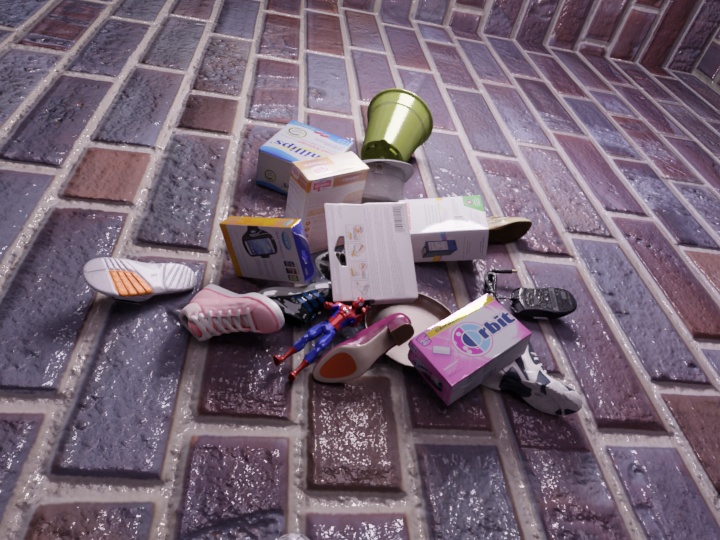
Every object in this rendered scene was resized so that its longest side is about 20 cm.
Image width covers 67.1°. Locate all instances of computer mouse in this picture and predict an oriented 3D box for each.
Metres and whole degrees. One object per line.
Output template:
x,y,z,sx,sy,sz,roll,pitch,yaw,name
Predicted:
0.370,0.055,1.213,0.197,0.046,0.141,-1,46,-1,computer mouse

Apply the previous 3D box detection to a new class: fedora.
0.038,-0.195,1.329,0.198,0.177,0.091,3,71,-25,fedora

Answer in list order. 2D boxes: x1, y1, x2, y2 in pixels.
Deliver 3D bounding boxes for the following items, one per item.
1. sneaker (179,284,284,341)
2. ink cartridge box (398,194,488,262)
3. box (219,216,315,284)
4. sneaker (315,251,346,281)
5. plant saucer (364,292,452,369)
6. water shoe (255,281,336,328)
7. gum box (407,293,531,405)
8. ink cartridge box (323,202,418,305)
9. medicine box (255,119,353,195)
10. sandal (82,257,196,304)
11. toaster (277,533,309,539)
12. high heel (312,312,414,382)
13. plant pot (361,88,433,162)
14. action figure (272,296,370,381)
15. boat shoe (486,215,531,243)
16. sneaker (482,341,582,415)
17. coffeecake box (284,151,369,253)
-0.231,0.088,0.943,0.198,0.076,0.105,12,38,31,sneaker
0.185,-0.098,1.257,0.197,0.088,0.146,-2,40,3,ink cartridge box
-0.170,-0.040,1.039,0.198,0.120,0.042,5,33,27,box
0.000,0.000,1.140,0.198,0.078,0.085,18,-1,-16,sneaker
0.103,0.120,1.064,0.198,0.032,0.201,8,40,-7,plant saucer
-0.106,0.073,1.040,0.198,0.072,0.080,-5,66,-17,water shoe
0.189,0.139,0.967,0.199,0.067,0.114,-27,52,-22,gum box
0.017,-0.034,1.078,0.174,0.045,0.202,-2,75,-15,ink cartridge box
-0.139,-0.275,1.381,0.180,0.104,0.201,21,40,7,medicine box
-0.404,0.028,1.000,0.205,0.059,0.080,5,54,-44,sandal
-0.093,0.407,0.620,0.129,0.115,0.199,35,46,28,toaster
0.005,0.140,0.981,0.198,0.068,0.096,-23,8,-2,high heel
0.084,-0.364,1.510,0.198,0.201,0.191,19,53,5,plant pot
-0.058,0.099,0.950,0.065,0.099,0.200,44,60,11,action figure
0.341,-0.110,1.370,0.198,0.073,0.065,-12,48,-20,boat shoe
0.324,0.181,1.025,0.197,0.080,0.130,16,48,17,sneaker
-0.079,-0.142,1.174,0.152,0.201,0.073,-18,50,-33,coffeecake box
